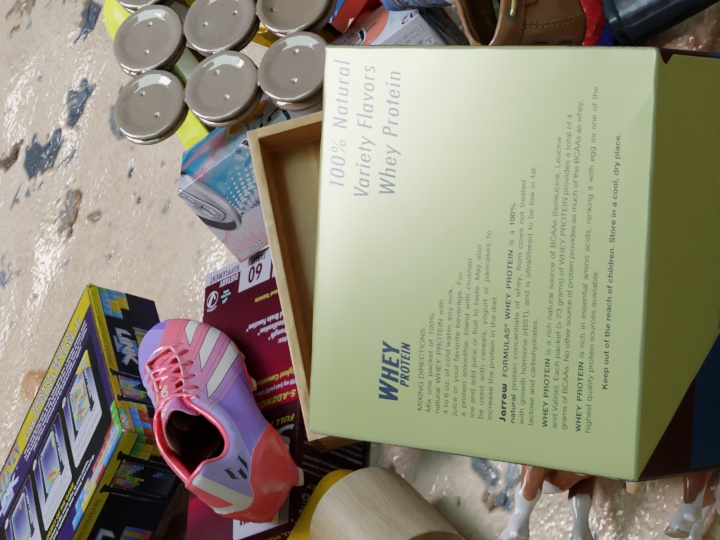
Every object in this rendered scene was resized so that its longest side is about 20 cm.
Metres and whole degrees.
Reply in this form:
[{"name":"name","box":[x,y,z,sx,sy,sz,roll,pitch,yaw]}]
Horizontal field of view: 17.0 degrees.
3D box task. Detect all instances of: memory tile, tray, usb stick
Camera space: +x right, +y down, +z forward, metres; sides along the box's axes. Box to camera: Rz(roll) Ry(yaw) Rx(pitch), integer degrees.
[{"name":"memory tile","box":[-0.089,-0.177,1.534,0.153,0.017,0.201,-14,59,16]},{"name":"tray","box":[0.000,0.000,1.451,0.098,0.037,0.201,-15,72,8]},{"name":"usb stick","box":[0.223,-0.186,1.317,0.200,0.033,0.056,-29,40,18]}]

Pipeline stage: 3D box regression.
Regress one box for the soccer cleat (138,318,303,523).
[{"name":"soccer cleat","box":[-0.101,0.082,1.470,0.067,0.076,0.200,-55,38,14]}]

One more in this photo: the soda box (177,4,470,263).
[{"name":"soda box","box":[-0.020,-0.094,1.531,0.200,0.068,0.064,-36,22,16]}]

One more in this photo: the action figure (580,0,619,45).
[{"name":"action figure","box":[0.146,-0.174,1.391,0.052,0.065,0.200,-57,-10,-57]}]

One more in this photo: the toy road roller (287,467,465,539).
[{"name":"toy road roller","box":[-0.042,0.205,1.373,0.200,0.146,0.123,-60,37,8]}]

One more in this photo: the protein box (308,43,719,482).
[{"name":"protein box","box":[0.095,-0.010,1.190,0.200,0.135,0.199,5,94,40]}]

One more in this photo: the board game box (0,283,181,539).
[{"name":"board game box","box":[-0.184,0.138,1.616,0.200,0.057,0.166,-62,27,27]}]

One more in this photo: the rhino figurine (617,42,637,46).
[{"name":"rhino figurine","box":[0.153,-0.080,1.352,0.060,0.088,0.200,-34,19,-37]}]

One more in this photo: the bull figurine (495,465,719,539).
[{"name":"bull figurine","box":[0.129,0.091,1.294,0.200,0.065,0.122,-13,64,48]}]

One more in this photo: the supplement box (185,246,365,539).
[{"name":"supplement box","box":[-0.051,0.085,1.522,0.109,0.061,0.201,-24,54,42]}]

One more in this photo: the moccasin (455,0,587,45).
[{"name":"moccasin","box":[0.063,-0.200,1.371,0.074,0.078,0.202,-40,54,45]}]

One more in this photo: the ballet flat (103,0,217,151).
[{"name":"ballet flat","box":[-0.097,-0.116,1.596,0.067,0.200,0.067,-37,-2,-31]}]

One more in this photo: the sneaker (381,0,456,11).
[{"name":"sneaker","box":[0.048,-0.228,1.509,0.085,0.077,0.200,-16,30,23]}]

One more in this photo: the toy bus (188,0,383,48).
[{"name":"toy bus","box":[-0.015,-0.229,1.608,0.192,0.136,0.200,35,96,40]}]
